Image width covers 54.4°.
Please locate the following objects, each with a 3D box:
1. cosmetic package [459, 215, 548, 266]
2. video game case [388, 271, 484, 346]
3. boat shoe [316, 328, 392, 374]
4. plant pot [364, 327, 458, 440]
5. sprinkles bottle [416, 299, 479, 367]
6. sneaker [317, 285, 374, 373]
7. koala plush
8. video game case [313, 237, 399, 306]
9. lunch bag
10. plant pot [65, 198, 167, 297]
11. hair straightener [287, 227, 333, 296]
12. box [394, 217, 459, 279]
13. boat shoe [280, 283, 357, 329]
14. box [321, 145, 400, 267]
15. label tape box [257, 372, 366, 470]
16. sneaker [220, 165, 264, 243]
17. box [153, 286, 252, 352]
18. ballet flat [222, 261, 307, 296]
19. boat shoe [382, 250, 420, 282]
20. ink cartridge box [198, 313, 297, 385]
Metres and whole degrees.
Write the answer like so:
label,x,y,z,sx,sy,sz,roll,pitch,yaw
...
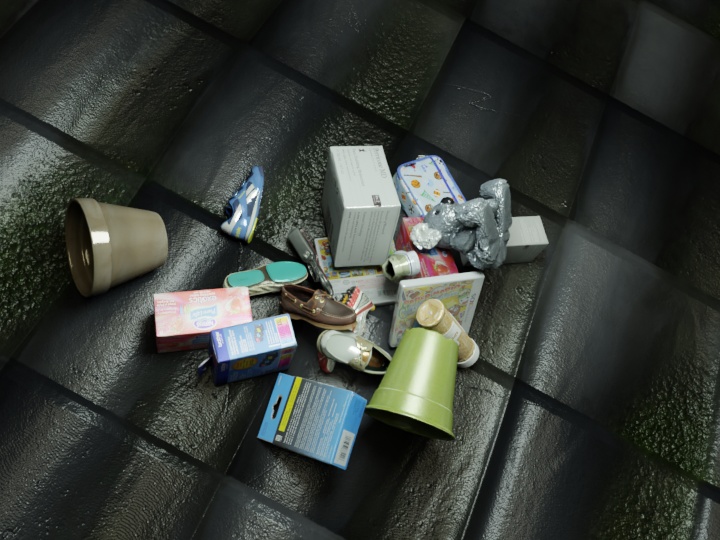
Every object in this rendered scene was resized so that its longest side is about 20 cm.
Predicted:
label,x,y,z,sx,sy,sz,roll,pitch,yaw
cosmetic package,0.351,-0.073,1.744,0.196,0.107,0.092,-7,67,-16
video game case,0.168,0.088,1.568,0.196,0.184,0.023,-7,41,-18
boat shoe,-0.002,0.174,1.495,0.198,0.068,0.076,22,86,-38
plant pot,0.124,0.229,1.462,0.197,0.200,0.193,19,71,-5
sprinkles bottle,0.195,0.142,1.552,0.200,0.067,0.069,47,49,-42
sneaker,-0.028,0.138,1.553,0.082,0.078,0.202,34,71,-18
koala plush,0.220,-0.094,1.558,0.197,0.187,0.177,5,28,34
video game case,0.000,0.000,1.662,0.196,0.023,0.185,-6,67,-17
lunch bag,0.178,-0.197,1.778,0.158,0.076,0.202,-18,71,-24
plant pot,-0.506,-0.056,1.473,0.171,0.200,0.203,-9,66,-35
hair straightener,-0.117,-0.014,1.597,0.041,0.077,0.202,-31,68,10
box,0.154,-0.021,1.642,0.094,0.101,0.202,-2,50,-15
boat shoe,-0.094,0.076,1.505,0.197,0.072,0.070,10,23,30
box,-0.005,-0.147,1.608,0.128,0.202,0.201,-4,51,-14
label tape box,-0.099,0.304,1.430,0.197,0.063,0.146,8,72,36
sneaker,-0.272,-0.164,1.641,0.081,0.074,0.203,12,61,-6
box,-0.332,0.103,1.477,0.196,0.103,0.096,-4,65,-18
ballet flat,-0.216,0.024,1.572,0.197,0.063,0.068,-8,56,-26
boat shoe,0.079,-0.009,1.564,0.061,0.200,0.073,-11,84,-11
ink cartridge box,-0.241,0.168,1.449,0.197,0.137,0.077,-10,63,-19
